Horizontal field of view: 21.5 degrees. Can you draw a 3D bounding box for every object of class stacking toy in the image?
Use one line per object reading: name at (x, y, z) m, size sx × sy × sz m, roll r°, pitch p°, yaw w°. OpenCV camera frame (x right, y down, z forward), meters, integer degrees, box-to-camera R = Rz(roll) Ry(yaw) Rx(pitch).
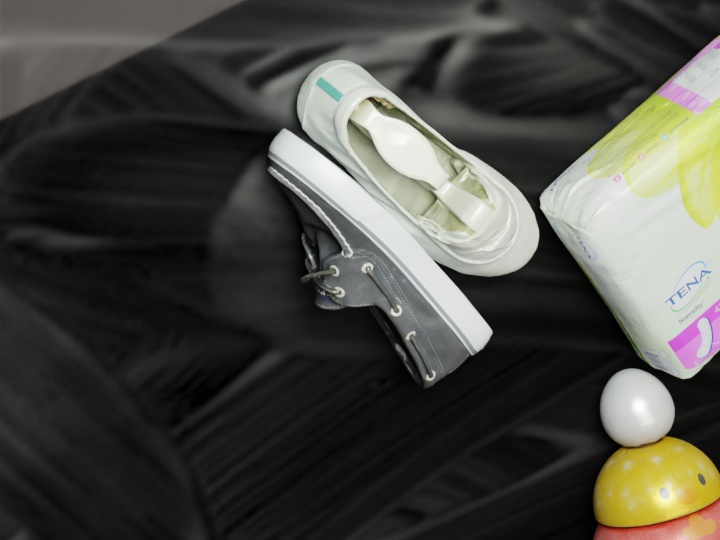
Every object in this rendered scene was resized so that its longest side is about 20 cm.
stacking toy at (0.197, 0.162, 1.256) m, size 0.146 × 0.146 × 0.200 m, roll -20°, pitch 98°, yaw -17°

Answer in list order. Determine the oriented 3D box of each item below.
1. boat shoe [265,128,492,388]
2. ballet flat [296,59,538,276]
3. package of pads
boat shoe at (0.000, 0.000, 1.129) m, size 0.066 × 0.070 × 0.200 m, roll -47°, pitch 127°, yaw -4°
ballet flat at (0.043, -0.050, 1.127) m, size 0.200 × 0.069 × 0.069 m, roll 39°, pitch 90°, yaw -30°
package of pads at (0.227, -0.050, 1.208) m, size 0.200 × 0.068 × 0.155 m, roll -42°, pitch 120°, yaw -6°
